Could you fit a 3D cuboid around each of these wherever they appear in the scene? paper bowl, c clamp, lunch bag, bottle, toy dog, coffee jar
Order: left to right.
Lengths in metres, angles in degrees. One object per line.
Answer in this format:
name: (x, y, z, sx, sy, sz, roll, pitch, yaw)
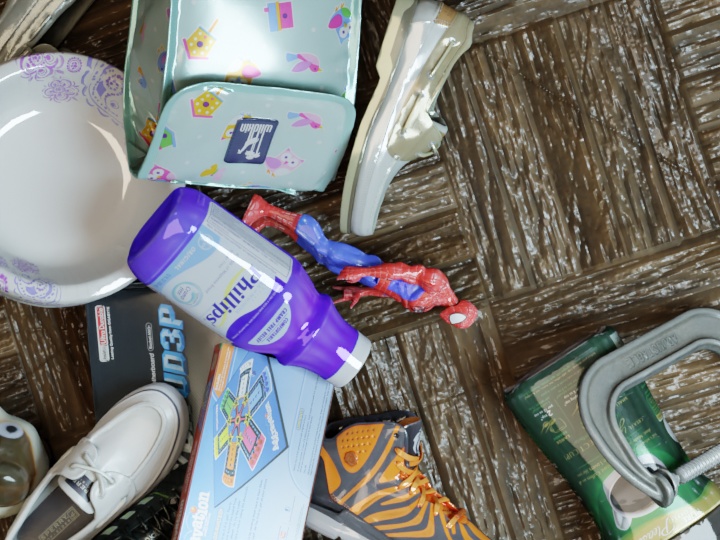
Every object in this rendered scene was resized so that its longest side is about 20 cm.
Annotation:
toy dog: (-0.356, 0.183, 1.544, 0.200, 0.140, 0.194, -29, 88, 10)
paper bowl: (-0.247, -0.069, 1.498, 0.201, 0.104, 0.201, 2, 85, -17)
lunch bag: (-0.092, -0.160, 1.447, 0.170, 0.122, 0.200, 1, 98, -26)
bottle: (-0.083, 0.019, 1.455, 0.200, 0.065, 0.084, 36, 112, -17)
coffee jar: (0.205, 0.150, 1.445, 0.104, 0.085, 0.200, -33, 86, 5)
c clamp: (0.264, 0.115, 1.408, 0.200, 0.027, 0.171, -19, 79, -26)

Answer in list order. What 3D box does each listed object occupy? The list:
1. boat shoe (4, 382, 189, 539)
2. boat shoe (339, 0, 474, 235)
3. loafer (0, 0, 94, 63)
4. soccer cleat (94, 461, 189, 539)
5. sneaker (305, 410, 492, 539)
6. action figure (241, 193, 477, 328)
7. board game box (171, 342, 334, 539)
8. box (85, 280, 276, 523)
boat shoe: (-0.215, 0.175, 1.502, 0.074, 0.065, 0.200, 40, 102, 8)
boat shoe: (0.035, -0.116, 1.471, 0.068, 0.075, 0.200, 16, 107, 0)
loafer: (-0.271, -0.185, 1.537, 0.070, 0.070, 0.200, 32, 104, 6)
soccer cleat: (-0.169, 0.217, 1.486, 0.200, 0.081, 0.068, -38, 88, 11)
sneaker: (0.047, 0.179, 1.486, 0.200, 0.078, 0.112, 20, 98, 10)
action figure: (0.000, 0.000, 1.489, 0.200, 0.065, 0.052, 21, 73, 6)
board game box: (-0.087, 0.167, 1.465, 0.103, 0.019, 0.200, 18, 74, -22)
box: (-0.140, 0.104, 1.537, 0.159, 0.046, 0.200, -3, 93, 12)
